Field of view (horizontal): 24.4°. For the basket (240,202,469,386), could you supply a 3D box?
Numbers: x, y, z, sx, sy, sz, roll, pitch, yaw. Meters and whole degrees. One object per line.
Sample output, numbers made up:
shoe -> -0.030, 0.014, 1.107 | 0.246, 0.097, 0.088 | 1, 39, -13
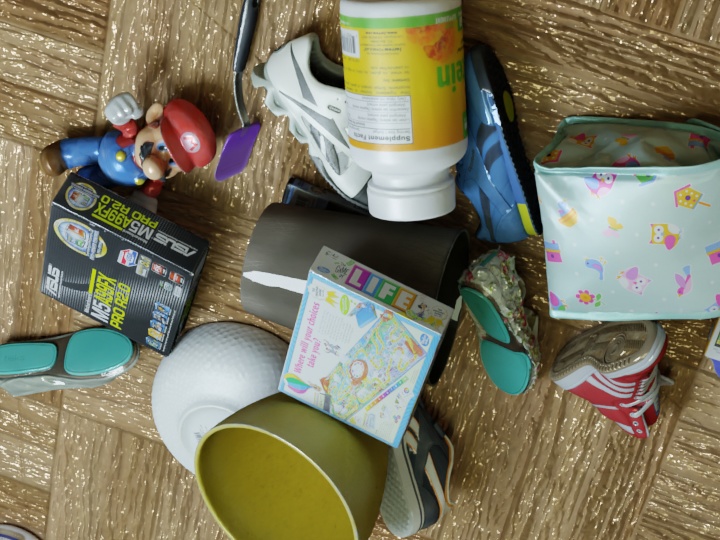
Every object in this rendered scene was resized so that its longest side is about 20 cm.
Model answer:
basket -> -0.007, 0.011, 1.625 | 0.198, 0.137, 0.181 | 15, 143, 12

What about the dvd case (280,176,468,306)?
dvd case -> 0.000, 0.000, 1.706 | 0.198, 0.018, 0.144 | 22, 125, 3

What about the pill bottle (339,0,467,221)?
pill bottle -> 0.042, -0.153, 1.517 | 0.110, 0.111, 0.202 | 1, 108, 17

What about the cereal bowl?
cereal bowl -> -0.140, 0.162, 1.813 | 0.198, 0.084, 0.202 | 8, 123, 12

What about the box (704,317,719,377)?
box -> 0.407, 0.031, 1.581 | 0.118, 0.042, 0.201 | 18, 127, 6

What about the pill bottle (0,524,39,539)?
pill bottle -> -0.456, 0.410, 1.997 | 0.114, 0.200, 0.117 | 8, 123, 13

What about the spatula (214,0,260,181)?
spatula -> -0.116, -0.178, 1.619 | 0.020, 0.056, 0.202 | 22, 121, 27

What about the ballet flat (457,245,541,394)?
ballet flat -> 0.149, 0.050, 1.652 | 0.075, 0.064, 0.201 | 23, 154, 28

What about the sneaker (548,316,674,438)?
sneaker -> 0.272, 0.103, 1.615 | 0.112, 0.072, 0.200 | 35, 162, -9

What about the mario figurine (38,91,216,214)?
mario figurine -> -0.231, -0.107, 1.654 | 0.198, 0.123, 0.107 | -15, 72, 33

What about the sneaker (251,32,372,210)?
sneaker -> -0.010, -0.139, 1.588 | 0.088, 0.074, 0.200 | -34, 106, 34

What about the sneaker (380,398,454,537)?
sneaker -> 0.045, 0.175, 1.771 | 0.078, 0.079, 0.202 | -9, 95, 53

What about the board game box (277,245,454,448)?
board game box -> 0.002, 0.076, 1.562 | 0.133, 0.034, 0.201 | 26, 143, 6

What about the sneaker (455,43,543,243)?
sneaker -> 0.114, -0.114, 1.569 | 0.078, 0.066, 0.202 | -6, 119, 22

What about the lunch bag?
lunch bag -> 0.271, -0.046, 1.526 | 0.198, 0.122, 0.172 | 2, 119, 23

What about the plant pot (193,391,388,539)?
plant pot -> -0.049, 0.197, 1.698 | 0.199, 0.142, 0.202 | 22, 134, 25

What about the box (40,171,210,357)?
box -> -0.247, -0.002, 1.724 | 0.159, 0.045, 0.200 | 27, 149, -1

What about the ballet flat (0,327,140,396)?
ballet flat -> -0.324, 0.105, 1.860 | 0.198, 0.068, 0.064 | -5, 147, 21
